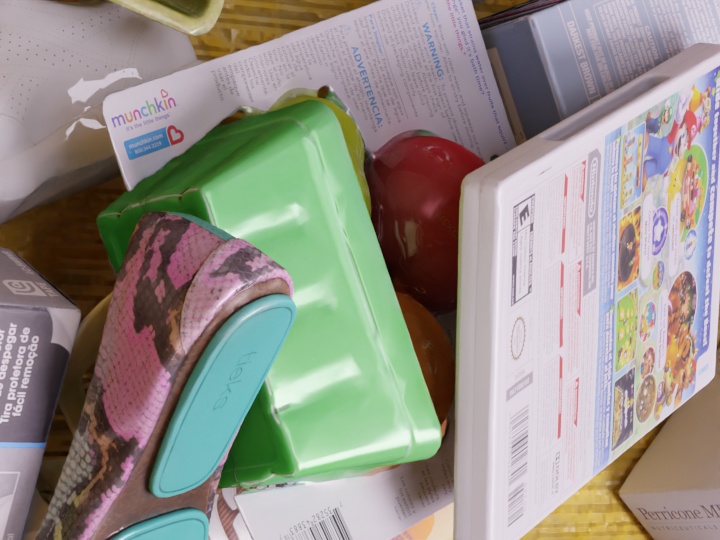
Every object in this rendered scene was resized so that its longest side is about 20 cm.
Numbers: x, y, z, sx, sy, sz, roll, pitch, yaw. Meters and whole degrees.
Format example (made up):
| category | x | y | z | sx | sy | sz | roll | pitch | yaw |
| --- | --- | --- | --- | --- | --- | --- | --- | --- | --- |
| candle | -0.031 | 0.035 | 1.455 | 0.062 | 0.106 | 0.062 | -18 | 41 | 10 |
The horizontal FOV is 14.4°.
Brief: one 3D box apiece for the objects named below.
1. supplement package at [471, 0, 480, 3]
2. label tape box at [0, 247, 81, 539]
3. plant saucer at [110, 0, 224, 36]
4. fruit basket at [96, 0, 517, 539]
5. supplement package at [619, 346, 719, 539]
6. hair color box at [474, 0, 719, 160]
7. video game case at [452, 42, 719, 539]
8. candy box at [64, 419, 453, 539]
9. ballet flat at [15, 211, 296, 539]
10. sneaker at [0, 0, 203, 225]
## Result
| category | x | y | z | sx | sy | sz | roll | pitch | yaw |
| --- | --- | --- | --- | --- | --- | --- | --- | --- | --- |
| supplement package | 0.062 | -0.221 | 1.146 | 0.114 | 0.109 | 0.201 | 41 | 63 | -25 |
| label tape box | -0.205 | 0.062 | 0.927 | 0.199 | 0.063 | 0.145 | 4 | 110 | -35 |
| plant saucer | -0.124 | -0.203 | 1.038 | 0.199 | 0.048 | 0.201 | 22 | 69 | -19 |
| fruit basket | 0.000 | 0.000 | 1.050 | 0.200 | 0.093 | 0.186 | -26 | 99 | -50 |
| supplement package | 0.227 | 0.126 | 1.235 | 0.200 | 0.113 | 0.110 | 51 | 59 | -19 |
| hair color box | 0.120 | -0.099 | 1.191 | 0.199 | 0.099 | 0.061 | -23 | 98 | -35 |
| video game case | 0.090 | 0.007 | 1.068 | 0.200 | 0.018 | 0.144 | -30 | 126 | -54 |
| candy box | -0.027 | 0.078 | 1.092 | 0.200 | 0.055 | 0.116 | -41 | 107 | -31 |
| ballet flat | -0.082 | 0.067 | 0.967 | 0.069 | 0.071 | 0.201 | -11 | 131 | -48 |
| sneaker | -0.147 | -0.059 | 1.023 | 0.199 | 0.075 | 0.089 | -24 | 85 | -39 |
